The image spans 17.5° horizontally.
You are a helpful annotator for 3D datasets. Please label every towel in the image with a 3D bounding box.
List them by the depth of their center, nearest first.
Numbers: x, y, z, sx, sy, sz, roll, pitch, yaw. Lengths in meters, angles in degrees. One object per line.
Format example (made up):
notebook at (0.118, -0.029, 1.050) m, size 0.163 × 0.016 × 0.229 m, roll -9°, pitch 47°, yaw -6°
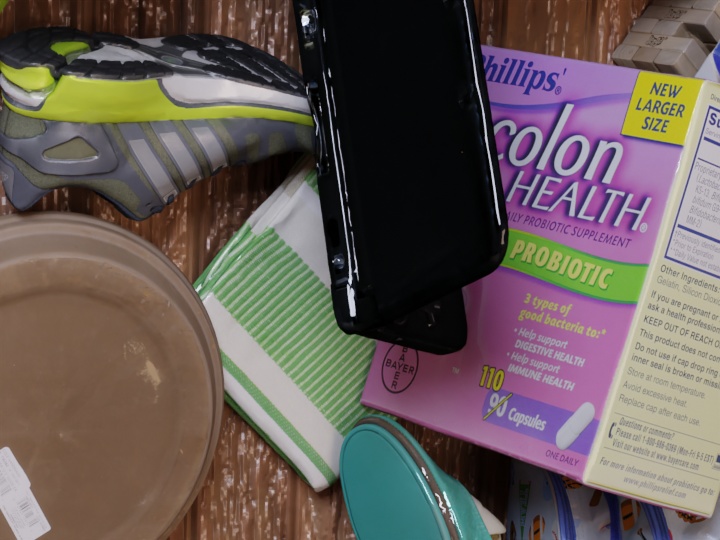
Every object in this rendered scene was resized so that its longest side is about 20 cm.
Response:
towel at (0.000, 0.000, 1.215) m, size 0.200 × 0.023 × 0.153 m, roll -52°, pitch 125°, yaw -17°

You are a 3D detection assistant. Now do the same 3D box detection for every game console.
game console at (0.038, -0.075, 1.086) m, size 0.176 × 0.116 × 0.201 m, roll 17°, pitch 63°, yaw -61°

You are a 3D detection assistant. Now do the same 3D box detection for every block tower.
block tower at (0.221, -0.168, 1.313) m, size 0.054 × 0.058 × 0.200 m, roll 46°, pitch 72°, yaw -33°

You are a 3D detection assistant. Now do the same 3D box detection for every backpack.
backpack at (0.159, 0.163, 1.253) m, size 0.154 × 0.191 × 0.201 m, roll -10°, pitch 111°, yaw -13°

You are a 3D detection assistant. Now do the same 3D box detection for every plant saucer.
plant saucer at (-0.152, 0.072, 1.103) m, size 0.200 × 0.029 × 0.201 m, roll -8°, pitch 108°, yaw -26°

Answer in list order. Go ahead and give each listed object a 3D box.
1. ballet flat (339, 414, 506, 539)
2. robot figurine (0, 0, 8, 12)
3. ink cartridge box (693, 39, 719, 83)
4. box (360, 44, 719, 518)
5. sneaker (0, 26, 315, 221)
ballet flat at (0.054, 0.164, 1.200) m, size 0.070 × 0.067 × 0.200 m, roll -7°, pitch 65°, yaw -49°
robot figurine at (-0.157, -0.186, 1.006) m, size 0.200 × 0.116 × 0.176 m, roll -2°, pitch 129°, yaw -34°
ink cartridge box at (0.193, -0.039, 1.283) m, size 0.099 × 0.039 × 0.200 m, roll 15°, pitch 116°, yaw -35°
box at (0.113, 0.001, 1.175) m, size 0.097 × 0.176 × 0.200 m, roll 19°, pitch 89°, yaw -39°
sneaker at (-0.091, -0.066, 1.118) m, size 0.200 × 0.074 × 0.081 m, roll 3°, pitch 117°, yaw -35°
